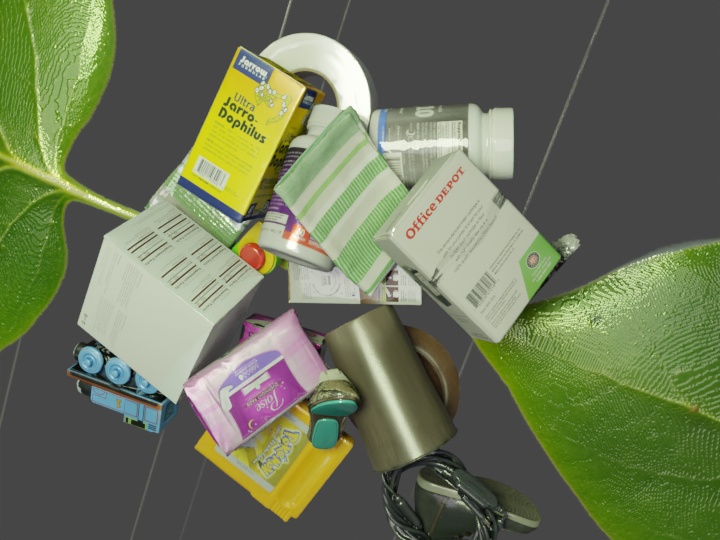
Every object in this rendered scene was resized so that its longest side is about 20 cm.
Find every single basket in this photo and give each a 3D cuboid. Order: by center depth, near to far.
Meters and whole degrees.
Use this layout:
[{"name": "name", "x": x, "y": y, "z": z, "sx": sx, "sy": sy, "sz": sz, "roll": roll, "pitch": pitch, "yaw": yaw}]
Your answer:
[{"name": "basket", "x": 0.037, "y": 0.163, "z": 0.995, "sx": 0.133, "sy": 0.180, "sz": 0.204, "roll": -24, "pitch": 83, "yaw": -5}]

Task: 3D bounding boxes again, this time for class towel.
[{"name": "towel", "x": -0.003, "y": -0.085, "z": 0.892, "sx": 0.153, "sy": 0.023, "sz": 0.201, "roll": -51, "pitch": 122, "yaw": -19}, {"name": "towel", "x": -0.234, "y": -0.119, "z": 1.101, "sx": 0.149, "sy": 0.031, "sz": 0.200, "roll": 44, "pitch": 103, "yaw": 0}]

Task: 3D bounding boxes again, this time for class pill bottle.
[{"name": "pill bottle", "x": -0.058, "y": -0.111, "z": 0.932, "sx": 0.109, "sy": 0.111, "sz": 0.205, "roll": 17, "pitch": 84, "yaw": 8}, {"name": "pill bottle", "x": 0.116, "y": -0.173, "z": 0.971, "sx": 0.194, "sy": 0.114, "sz": 0.117, "roll": -1, "pitch": 99, "yaw": 11}]

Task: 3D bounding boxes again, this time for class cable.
[{"name": "cable", "x": 0.112, "y": 0.354, "z": 1.037, "sx": 0.198, "sy": 0.051, "sz": 0.165, "roll": 34, "pitch": 114, "yaw": 12}]

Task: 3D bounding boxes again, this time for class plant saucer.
[{"name": "plant saucer", "x": 0.058, "y": 0.189, "z": 1.085, "sx": 0.195, "sy": 0.034, "sz": 0.206, "roll": 2, "pitch": 101, "yaw": 12}]

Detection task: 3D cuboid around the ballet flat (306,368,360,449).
[{"name": "ballet flat", "x": -0.043, "y": 0.182, "z": 0.961, "sx": 0.066, "sy": 0.201, "sz": 0.077, "roll": 5, "pitch": 58, "yaw": -9}]

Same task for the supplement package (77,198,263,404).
[{"name": "supplement package", "x": -0.287, "y": 0.045, "z": 1.047, "sx": 0.198, "sy": 0.147, "sz": 0.193, "roll": 37, "pitch": 126, "yaw": 4}]

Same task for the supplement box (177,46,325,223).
[{"name": "supplement box", "x": -0.148, "y": -0.183, "z": 0.954, "sx": 0.108, "sy": 0.109, "sz": 0.203, "roll": 30, "pitch": 104, "yaw": 5}]

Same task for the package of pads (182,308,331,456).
[{"name": "package of pads", "x": -0.146, "y": 0.159, "z": 1.001, "sx": 0.198, "sy": 0.076, "sz": 0.122, "roll": -34, "pitch": 92, "yaw": -16}]

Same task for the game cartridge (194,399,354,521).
[{"name": "game cartridge", "x": -0.135, "y": 0.270, "z": 1.077, "sx": 0.199, "sy": 0.032, "sz": 0.178, "roll": 38, "pitch": 103, "yaw": 1}]

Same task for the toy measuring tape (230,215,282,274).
[{"name": "toy measuring tape", "x": -0.129, "y": -0.051, "z": 1.052, "sx": 0.199, "sy": 0.073, "sz": 0.074, "roll": -40, "pitch": 90, "yaw": 31}]

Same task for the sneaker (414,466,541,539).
[{"name": "sneaker", "x": 0.176, "y": 0.386, "z": 1.078, "sx": 0.195, "sy": 0.075, "sz": 0.109, "roll": 14, "pitch": 107, "yaw": 19}]

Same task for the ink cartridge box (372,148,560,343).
[{"name": "ink cartridge box", "x": 0.136, "y": -0.030, "z": 0.892, "sx": 0.200, "sy": 0.084, "sz": 0.146, "roll": 43, "pitch": 79, "yaw": -12}]

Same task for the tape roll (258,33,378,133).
[{"name": "tape roll", "x": -0.075, "y": -0.240, "z": 1.022, "sx": 0.197, "sy": 0.071, "sz": 0.208, "roll": 2, "pitch": 100, "yaw": 11}]

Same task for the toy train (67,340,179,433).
[{"name": "toy train", "x": -0.391, "y": 0.186, "z": 1.153, "sx": 0.195, "sy": 0.087, "sz": 0.117, "roll": 17, "pitch": 108, "yaw": 8}]

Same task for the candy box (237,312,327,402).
[{"name": "candy box", "x": -0.139, "y": 0.187, "z": 1.111, "sx": 0.133, "sy": 0.061, "sz": 0.205, "roll": 15, "pitch": 102, "yaw": 8}]

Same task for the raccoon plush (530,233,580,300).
[{"name": "raccoon plush", "x": 0.205, "y": -0.008, "z": 1.013, "sx": 0.200, "sy": 0.097, "sz": 0.134, "roll": -44, "pitch": 77, "yaw": -10}]

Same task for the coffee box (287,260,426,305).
[{"name": "coffee box", "x": 0.000, "y": 0.000, "z": 1.024, "sx": 0.194, "sy": 0.114, "sz": 0.082, "roll": 0, "pitch": 99, "yaw": 11}]
